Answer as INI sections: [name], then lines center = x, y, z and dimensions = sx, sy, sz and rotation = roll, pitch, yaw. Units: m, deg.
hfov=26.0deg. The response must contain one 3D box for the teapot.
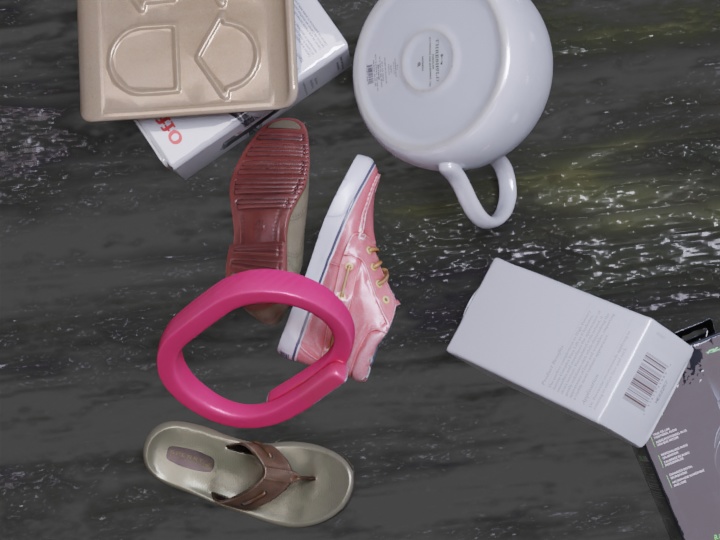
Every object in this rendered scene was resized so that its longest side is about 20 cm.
[teapot]
center = 0.101, -0.173, 1.416
dimensions = 0.197, 0.146, 0.200
rotation = 45, 110, 30

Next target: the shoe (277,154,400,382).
[shoe]
center = 0.000, 0.000, 1.438
dimensions = 0.091, 0.071, 0.200
rotation = 21, 91, 3

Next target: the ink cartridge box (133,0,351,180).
[ink cartridge box]
center = -0.130, -0.200, 1.452
dimensions = 0.200, 0.084, 0.144
rotation = -35, 84, -2

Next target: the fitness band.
[fitness band]
center = -0.094, 0.070, 1.394
dimensions = 0.144, 0.037, 0.200
rotation = 37, 130, -21

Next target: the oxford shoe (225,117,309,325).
[oxford shoe]
center = -0.083, -0.045, 1.448
dimensions = 0.070, 0.075, 0.200
rotation = 4, 65, 15

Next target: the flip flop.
[flip flop]
center = -0.104, 0.184, 1.428
dimensions = 0.200, 0.058, 0.081
rotation = 15, 85, 4

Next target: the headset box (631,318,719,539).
[headset box]
center = 0.334, 0.142, 1.396
dimensions = 0.174, 0.093, 0.200
rotation = -21, 83, 0

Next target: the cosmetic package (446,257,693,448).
[cosmetic package]
center = 0.179, 0.069, 1.364
dimensions = 0.074, 0.200, 0.102
rotation = 32, 86, -39

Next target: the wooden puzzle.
[wooden puzzle]
center = -0.154, -0.226, 1.394
dimensions = 0.200, 0.046, 0.186
rotation = -4, 83, 8
